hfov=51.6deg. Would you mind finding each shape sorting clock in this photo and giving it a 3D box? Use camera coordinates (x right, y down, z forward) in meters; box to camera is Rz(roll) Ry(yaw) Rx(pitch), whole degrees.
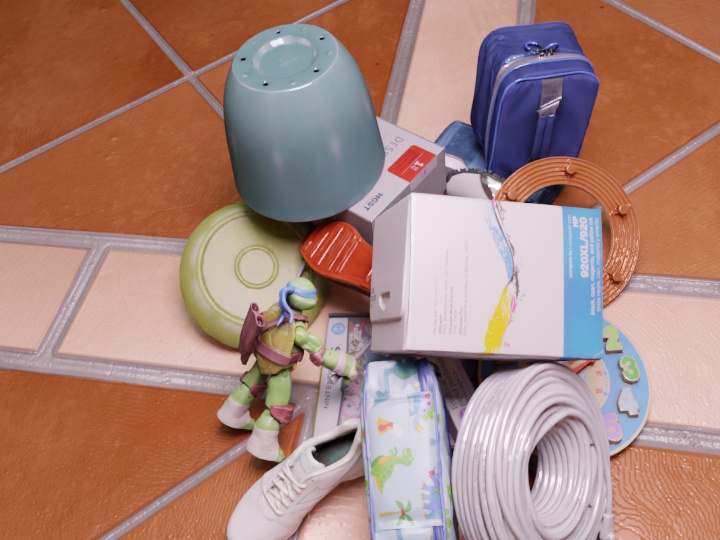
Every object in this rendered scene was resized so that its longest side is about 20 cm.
[{"bbox_3d":[0.233,0.122,0.852,0.195,0.040,0.203,-2,50,2],"label":"shape sorting clock"}]

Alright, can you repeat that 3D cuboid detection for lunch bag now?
[{"bbox_3d":[0.050,0.195,0.735,0.080,0.161,0.204,-6,68,6],"label":"lunch bag"},{"bbox_3d":[0.225,-0.213,0.965,0.133,0.202,0.134,-8,52,-4],"label":"lunch bag"}]

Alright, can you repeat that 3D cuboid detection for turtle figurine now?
[{"bbox_3d":[-0.070,0.107,0.861,0.142,0.200,0.197,28,97,7],"label":"turtle figurine"}]

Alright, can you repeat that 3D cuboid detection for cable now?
[{"bbox_3d":[0.168,0.190,0.712,0.068,0.197,0.205,-5,75,49],"label":"cable"}]

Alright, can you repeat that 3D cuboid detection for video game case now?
[{"bbox_3d":[0.047,0.131,0.889,0.195,0.026,0.184,0,51,9],"label":"video game case"}]

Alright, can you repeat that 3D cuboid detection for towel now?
[{"bbox_3d":[0.194,-0.151,1.080,0.197,0.049,0.112,26,60,26],"label":"towel"}]

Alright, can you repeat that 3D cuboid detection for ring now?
[{"bbox_3d":[0.253,-0.043,0.931,0.195,0.019,0.206,0,85,0],"label":"ring"}]

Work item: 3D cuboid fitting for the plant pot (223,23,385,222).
[{"bbox_3d":[-0.075,-0.189,0.890,0.196,0.163,0.204,-5,50,6],"label":"plant pot"}]

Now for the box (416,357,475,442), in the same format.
[{"bbox_3d":[0.090,0.105,0.862,0.038,0.042,0.202,-18,50,-8],"label":"box"}]

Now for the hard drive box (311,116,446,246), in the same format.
[{"bbox_3d":[-0.009,-0.127,0.984,0.198,0.078,0.156,30,61,28],"label":"hard drive box"}]

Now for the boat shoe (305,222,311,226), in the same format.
[{"bbox_3d":[-0.135,-0.048,1.046,0.199,0.074,0.066,-38,28,-20],"label":"boat shoe"}]

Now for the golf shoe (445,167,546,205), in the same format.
[{"bbox_3d":[0.185,-0.060,0.977,0.198,0.078,0.095,30,71,16],"label":"golf shoe"}]

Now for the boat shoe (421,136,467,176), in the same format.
[{"bbox_3d":[0.071,-0.165,1.079,0.197,0.070,0.067,8,65,39],"label":"boat shoe"}]

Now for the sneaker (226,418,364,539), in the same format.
[{"bbox_3d":[-0.066,0.219,0.787,0.199,0.080,0.071,-39,64,-6],"label":"sneaker"}]

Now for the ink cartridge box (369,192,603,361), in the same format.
[{"bbox_3d":[0.119,0.014,0.748,0.195,0.147,0.148,4,82,-12],"label":"ink cartridge box"}]

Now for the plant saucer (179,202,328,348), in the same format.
[{"bbox_3d":[-0.135,0.000,0.964,0.195,0.031,0.205,4,72,-11],"label":"plant saucer"}]

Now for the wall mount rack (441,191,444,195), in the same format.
[{"bbox_3d":[0.034,-0.051,1.007,0.169,0.075,0.203,-6,49,7],"label":"wall mount rack"}]

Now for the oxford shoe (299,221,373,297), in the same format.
[{"bbox_3d":[0.000,0.000,0.900,0.199,0.073,0.072,30,78,43],"label":"oxford shoe"}]
